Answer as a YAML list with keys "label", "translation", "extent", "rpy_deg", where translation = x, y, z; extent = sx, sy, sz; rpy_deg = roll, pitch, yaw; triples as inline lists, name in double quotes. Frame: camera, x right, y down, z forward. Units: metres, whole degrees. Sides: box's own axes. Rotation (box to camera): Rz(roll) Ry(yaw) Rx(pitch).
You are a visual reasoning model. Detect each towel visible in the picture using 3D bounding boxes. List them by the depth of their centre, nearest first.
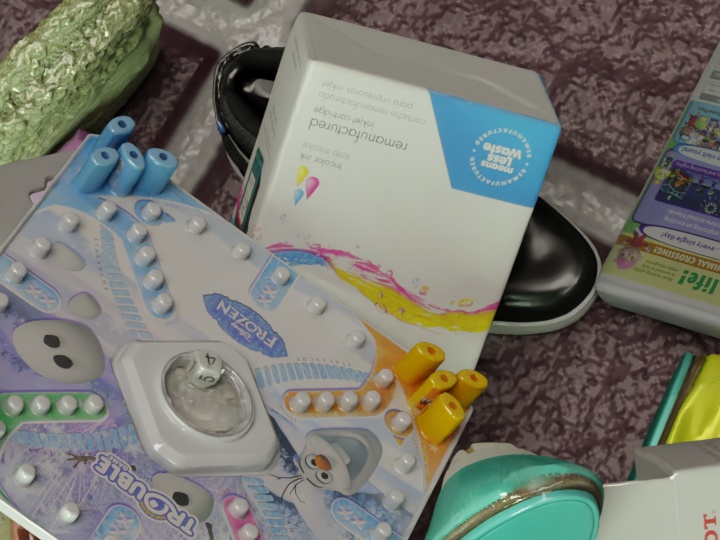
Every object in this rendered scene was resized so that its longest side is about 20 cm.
- label: "towel"
  translation: [-0.166, -0.056, 1.308]
  extent: [0.200, 0.148, 0.036]
  rpy_deg: [-44, 84, -5]

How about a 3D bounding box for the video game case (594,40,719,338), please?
- label: "video game case"
  translation: [0.227, -0.041, 1.261]
  extent: [0.200, 0.022, 0.182]
  rpy_deg: [18, 72, 36]

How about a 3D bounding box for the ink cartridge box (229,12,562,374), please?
- label: "ink cartridge box"
  translation: [0.000, 0.000, 1.234]
  extent: [0.116, 0.067, 0.200]
  rpy_deg: [13, 112, -12]

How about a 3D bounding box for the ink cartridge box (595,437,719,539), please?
- label: "ink cartridge box"
  translation: [0.183, 0.128, 1.191]
  extent: [0.200, 0.067, 0.117]
  rpy_deg: [-6, 97, -8]

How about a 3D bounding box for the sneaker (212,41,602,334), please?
- label: "sneaker"
  translation: [0.014, -0.038, 1.289]
  extent: [0.200, 0.112, 0.073]
  rpy_deg: [26, 79, 16]

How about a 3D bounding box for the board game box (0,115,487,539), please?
- label: "board game box"
  translation: [-0.061, 0.049, 1.105]
  extent: [0.200, 0.026, 0.200]
  rpy_deg: [36, 40, -4]

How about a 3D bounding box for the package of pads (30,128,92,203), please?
- label: "package of pads"
  translation: [-0.151, 0.045, 1.310]
  extent: [0.120, 0.076, 0.200]
  rpy_deg: [42, 84, 17]

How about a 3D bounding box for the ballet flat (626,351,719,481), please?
- label: "ballet flat"
  translation: [0.130, 0.131, 1.247]
  extent: [0.067, 0.067, 0.200]
  rpy_deg: [30, 79, 3]

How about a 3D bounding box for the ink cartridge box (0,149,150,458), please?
- label: "ink cartridge box"
  translation: [-0.098, 0.050, 1.164]
  extent: [0.068, 0.115, 0.200]
  rpy_deg: [-43, 75, 33]

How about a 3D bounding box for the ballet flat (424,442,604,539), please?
- label: "ballet flat"
  translation: [0.050, 0.112, 1.155]
  extent: [0.067, 0.200, 0.070]
  rpy_deg: [-1, 56, -12]

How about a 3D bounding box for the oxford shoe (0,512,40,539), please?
- label: "oxford shoe"
  translation: [-0.144, 0.149, 1.226]
  extent: [0.075, 0.070, 0.200]
  rpy_deg: [-3, 76, 56]
